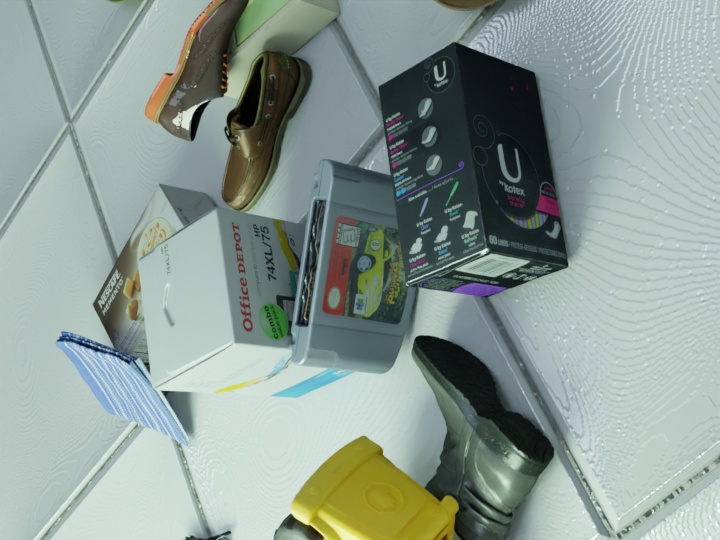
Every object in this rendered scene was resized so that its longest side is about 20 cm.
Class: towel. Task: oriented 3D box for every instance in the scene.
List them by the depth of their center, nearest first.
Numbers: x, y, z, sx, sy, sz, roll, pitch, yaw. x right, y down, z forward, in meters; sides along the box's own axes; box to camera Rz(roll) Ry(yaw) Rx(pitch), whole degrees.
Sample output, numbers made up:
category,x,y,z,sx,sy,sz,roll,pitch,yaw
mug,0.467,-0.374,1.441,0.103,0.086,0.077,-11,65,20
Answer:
category,x,y,z,sx,sy,sz,roll,pitch,yaw
towel,-0.304,0.150,1.470,0.199,0.024,0.146,11,136,48

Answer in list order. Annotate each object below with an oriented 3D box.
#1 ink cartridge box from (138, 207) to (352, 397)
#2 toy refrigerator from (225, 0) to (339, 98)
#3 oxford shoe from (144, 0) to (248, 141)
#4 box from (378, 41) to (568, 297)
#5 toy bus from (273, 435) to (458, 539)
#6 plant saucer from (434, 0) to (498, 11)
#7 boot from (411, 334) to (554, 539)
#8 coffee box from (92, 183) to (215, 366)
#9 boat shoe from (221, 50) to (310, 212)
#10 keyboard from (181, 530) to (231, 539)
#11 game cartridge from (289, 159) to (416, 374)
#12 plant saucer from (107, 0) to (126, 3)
category,x,y,z,sx,sy,sz,roll,pitch,yaw
ink cartridge box,-0.108,0.041,1.218,0.145,0.199,0.148,-28,65,40
toy refrigerator,-0.120,-0.292,1.382,0.199,0.069,0.077,-30,63,40
oxford shoe,-0.175,-0.245,1.360,0.072,0.071,0.201,36,113,3
box,0.103,-0.089,1.072,0.106,0.121,0.202,-24,67,42
toy bus,0.028,0.287,1.084,0.191,0.135,0.202,25,128,25
plant saucer,0.132,-0.353,1.149,0.199,0.035,0.203,-9,77,45
boot,0.088,0.164,1.093,0.200,0.067,0.132,50,124,41
coffee box,-0.246,0.009,1.456,0.201,0.079,0.115,-55,49,25
boat shoe,-0.132,-0.167,1.374,0.072,0.068,0.202,36,110,42
keyboard,-0.202,0.366,1.380,0.199,0.039,0.105,-14,74,44
game cartridge,0.000,0.000,1.159,0.041,0.132,0.203,6,88,47
plant saucer,-0.318,-0.478,1.652,0.199,0.031,0.203,-11,75,45
